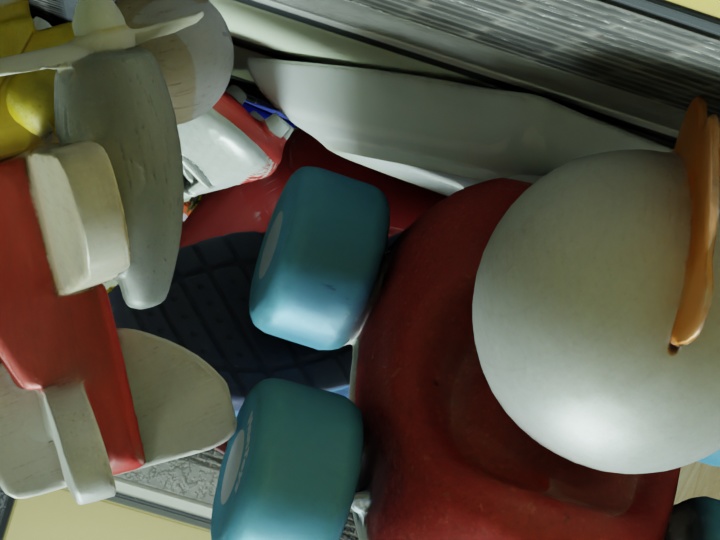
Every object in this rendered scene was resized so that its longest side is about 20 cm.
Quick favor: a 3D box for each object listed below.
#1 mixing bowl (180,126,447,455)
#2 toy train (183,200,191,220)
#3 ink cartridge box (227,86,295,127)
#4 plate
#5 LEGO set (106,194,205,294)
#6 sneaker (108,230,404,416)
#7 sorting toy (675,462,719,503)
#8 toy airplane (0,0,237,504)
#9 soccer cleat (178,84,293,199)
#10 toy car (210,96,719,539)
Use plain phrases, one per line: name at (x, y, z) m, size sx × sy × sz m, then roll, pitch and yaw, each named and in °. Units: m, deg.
mixing bowl at (0.000, 0.000, 0.933) m, size 0.200 × 0.109 × 0.200 m, roll 12°, pitch -149°, yaw -7°
toy train at (-0.021, -0.011, 1.298) m, size 0.200 × 0.056 × 0.150 m, roll 22°, pitch -140°, yaw -1°
ink cartridge box at (-0.102, -0.084, 1.092) m, size 0.200 × 0.042 × 0.119 m, roll 15°, pitch 178°, yaw 34°
plate at (0.077, -0.037, 0.819) m, size 0.199 × 0.032 × 0.200 m, roll 17°, pitch 180°, yaw -35°
LEGO set at (-0.064, 0.015, 1.139) m, size 0.200 × 0.154 × 0.116 m, roll 42°, pitch 164°, yaw 29°
sneaker at (-0.011, 0.030, 0.770) m, size 0.200 × 0.074 × 0.082 m, roll -6°, pitch 147°, yaw -33°
sorting toy at (0.193, 0.085, 1.082) m, size 0.198 × 0.200 × 0.070 m, roll 13°, pitch -158°, yaw -27°
toy airplane at (-0.093, -0.029, 0.630) m, size 0.200 × 0.141 × 0.199 m, roll 47°, pitch 167°, yaw 35°
soccer cleat at (-0.090, -0.052, 0.893) m, size 0.069 × 0.085 × 0.200 m, roll 43°, pitch 172°, yaw -20°
toy car at (0.074, 0.011, 0.632) m, size 0.184 × 0.177 × 0.200 m, roll 17°, pitch 139°, yaw -11°
